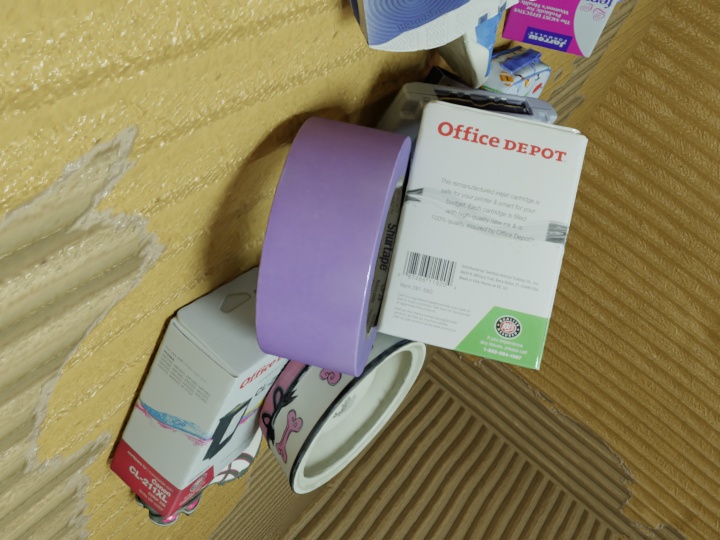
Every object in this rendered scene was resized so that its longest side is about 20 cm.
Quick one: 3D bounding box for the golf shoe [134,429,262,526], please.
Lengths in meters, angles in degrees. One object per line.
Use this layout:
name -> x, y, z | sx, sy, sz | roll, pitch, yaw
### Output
golf shoe -> -0.176, 0.213, 0.938 | 0.200, 0.076, 0.089 | -40, 156, -49

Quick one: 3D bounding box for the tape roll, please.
tape roll -> -0.018, -0.020, 0.665 | 0.200, 0.083, 0.204 | 13, 90, -84

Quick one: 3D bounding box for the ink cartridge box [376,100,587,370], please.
ink cartridge box -> 0.105, -0.031, 0.705 | 0.084, 0.143, 0.204 | 7, 97, -85

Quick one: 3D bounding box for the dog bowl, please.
dog bowl -> -0.022, 0.128, 0.820 | 0.200, 0.074, 0.201 | -42, 158, -21

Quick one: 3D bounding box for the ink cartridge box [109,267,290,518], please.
ink cartridge box -> -0.140, 0.115, 0.766 | 0.145, 0.082, 0.202 | -35, 159, -56

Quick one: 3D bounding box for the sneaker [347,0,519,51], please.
sneaker -> 0.073, -0.244, 0.578 | 0.196, 0.117, 0.081 | -21, 161, -7

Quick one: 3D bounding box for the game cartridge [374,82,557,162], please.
game cartridge -> 0.094, -0.131, 0.828 | 0.197, 0.041, 0.134 | -1, 145, -33

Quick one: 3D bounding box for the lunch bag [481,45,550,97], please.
lunch bag -> 0.174, -0.218, 1.053 | 0.199, 0.075, 0.162 | -36, 157, -52

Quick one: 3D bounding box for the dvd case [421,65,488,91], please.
dvd case -> 0.103, -0.143, 0.922 | 0.198, 0.025, 0.151 | 5, 126, -51

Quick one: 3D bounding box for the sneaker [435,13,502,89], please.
sneaker -> 0.120, -0.251, 0.733 | 0.111, 0.077, 0.200 | -43, 162, 0

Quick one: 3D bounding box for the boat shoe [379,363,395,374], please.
boat shoe -> -0.008, 0.073, 0.974 | 0.073, 0.198, 0.068 | 35, 78, -48

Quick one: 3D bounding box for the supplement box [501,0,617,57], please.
supplement box -> 0.209, -0.315, 0.763 | 0.201, 0.099, 0.105 | 94, 9, -69
